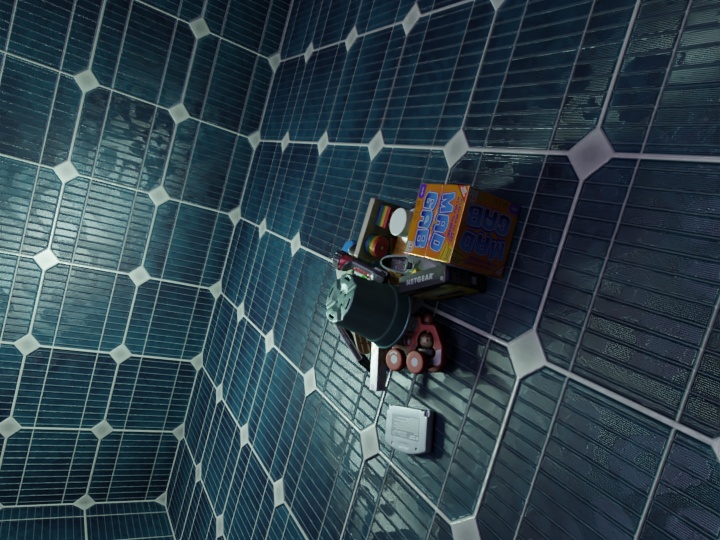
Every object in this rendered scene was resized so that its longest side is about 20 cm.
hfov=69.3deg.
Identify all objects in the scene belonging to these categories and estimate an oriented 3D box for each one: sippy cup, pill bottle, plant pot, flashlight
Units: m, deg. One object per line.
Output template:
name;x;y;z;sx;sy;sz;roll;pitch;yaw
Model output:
sippy cup;0.003;-0.051;1.896;0.139;0.129;0.180;-11;70;56
pill bottle;0.189;-0.123;1.561;0.111;0.199;0.112;-26;57;51
plant pot;0.016;0.109;1.539;0.200;0.195;0.202;-35;44;42
flashlight;0.000;0.000;1.706;0.199;0.068;0.068;28;75;23

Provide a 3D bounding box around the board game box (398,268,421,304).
board game box;0.157;0.064;1.633;0.200;0.095;0.030;-46;42;46

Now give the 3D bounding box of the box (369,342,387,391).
box;0.059;0.276;1.639;0.039;0.041;0.202;-6;79;56

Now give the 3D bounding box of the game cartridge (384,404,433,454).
game cartridge;0.146;0.481;1.572;0.199;0.041;0.134;-11;67;56

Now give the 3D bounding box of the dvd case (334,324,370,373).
dvd case;-0.029;0.250;1.794;0.025;0.150;0.201;-35;60;1

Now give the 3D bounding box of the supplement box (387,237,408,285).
supplement box;0.147;-0.040;1.716;0.066;0.068;0.202;23;102;44

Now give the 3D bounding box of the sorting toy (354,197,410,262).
sorting toy;0.094;-0.120;1.727;0.069;0.199;0.200;23;99;40

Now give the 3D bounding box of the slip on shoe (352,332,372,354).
slip on shoe;0.004;0.171;1.705;0.061;0.075;0.202;-123;21;-87

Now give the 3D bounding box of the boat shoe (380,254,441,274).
boat shoe;0.155;-0.012;1.628;0.199;0.071;0.071;8;94;28

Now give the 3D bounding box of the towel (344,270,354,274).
towel;-0.056;0.070;1.777;0.153;0.023;0.201;-58;13;28

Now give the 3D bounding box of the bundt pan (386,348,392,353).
bundt pan;0.097;0.219;1.705;0.201;0.075;0.204;-28;57;52

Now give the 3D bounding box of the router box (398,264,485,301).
router box;0.230;0.040;1.481;0.199;0.156;0.053;-19;63;55

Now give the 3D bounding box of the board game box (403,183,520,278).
board game box;0.274;-0.111;1.422;0.199;0.199;0.202;17;93;57

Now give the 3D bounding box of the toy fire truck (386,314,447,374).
toy fire truck;0.167;0.213;1.532;0.199;0.112;0.170;-4;82;47

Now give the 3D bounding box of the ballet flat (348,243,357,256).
ballet flat;0.052;-0.088;1.811;0.068;0.199;0.068;41;157;50
